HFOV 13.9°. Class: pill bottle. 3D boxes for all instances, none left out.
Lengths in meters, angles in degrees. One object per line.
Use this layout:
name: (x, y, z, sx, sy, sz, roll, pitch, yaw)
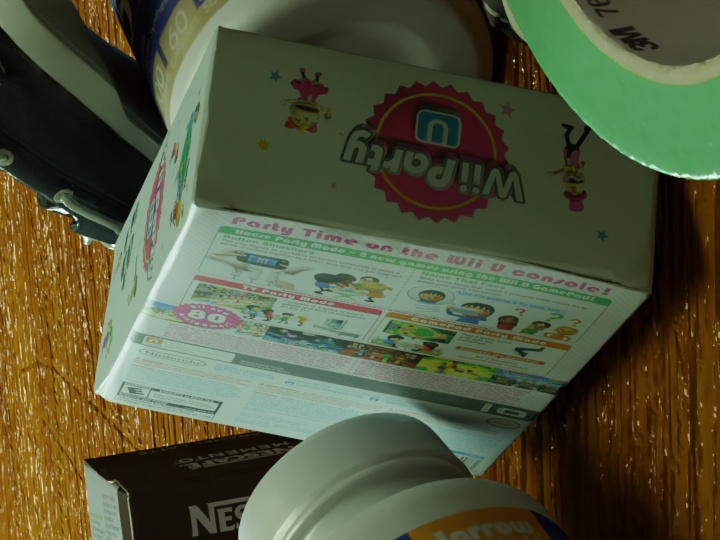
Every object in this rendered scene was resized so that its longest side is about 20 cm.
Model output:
pill bottle: (-0.038, -0.121, 1.100, 0.200, 0.120, 0.120, -117, 25, -44)
pill bottle: (0.038, 0.139, 0.965, 0.200, 0.112, 0.112, 53, 149, 41)

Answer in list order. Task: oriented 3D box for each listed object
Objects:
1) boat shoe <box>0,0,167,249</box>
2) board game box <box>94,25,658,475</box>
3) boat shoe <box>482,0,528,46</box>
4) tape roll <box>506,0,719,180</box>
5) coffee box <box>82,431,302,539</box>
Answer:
boat shoe: (-0.097, -0.045, 1.094, 0.200, 0.060, 0.076, 45, -166, -42)
board game box: (0.000, 0.000, 0.986, 0.200, 0.147, 0.064, 126, 153, -66)
boat shoe: (0.048, -0.164, 0.886, 0.061, 0.072, 0.201, -143, 44, -60)
tape roll: (0.091, -0.125, 0.766, 0.200, 0.048, 0.201, 39, 135, 54)
coffee box: (-0.048, 0.176, 1.289, 0.080, 0.114, 0.200, -162, 64, -71)
